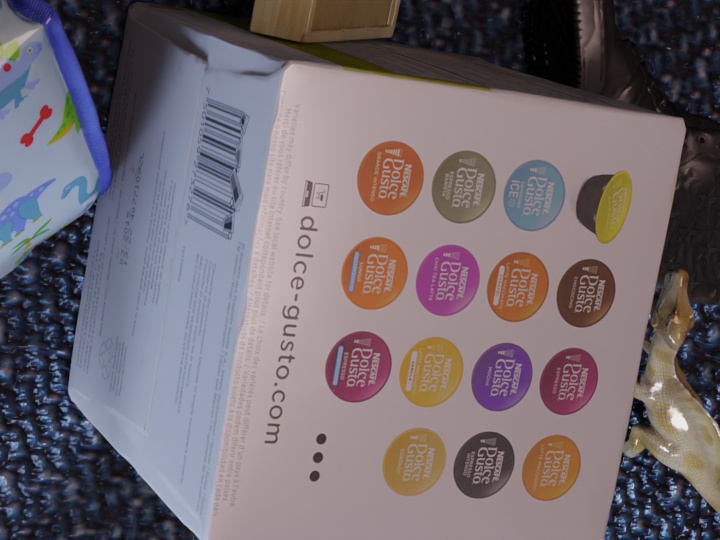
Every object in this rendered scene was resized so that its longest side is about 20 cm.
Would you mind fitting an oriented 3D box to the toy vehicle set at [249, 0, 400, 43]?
[{"bbox_3d":[0.004,-0.202,0.869,0.026,0.124,0.201,15,101,16],"label":"toy vehicle set"}]

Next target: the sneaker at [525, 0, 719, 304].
[{"bbox_3d":[0.147,-0.071,1.030,0.104,0.060,0.201,-13,113,-20],"label":"sneaker"}]

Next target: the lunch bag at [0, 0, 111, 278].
[{"bbox_3d":[-0.200,-0.038,0.830,0.170,0.127,0.200,-37,153,-13],"label":"lunch bag"}]

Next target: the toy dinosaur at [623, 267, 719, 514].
[{"bbox_3d":[0.173,0.090,1.054,0.058,0.101,0.201,-32,113,-15],"label":"toy dinosaur"}]

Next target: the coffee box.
[{"bbox_3d":[0.000,0.000,0.897,0.197,0.200,0.201,6,101,-26],"label":"coffee box"}]
